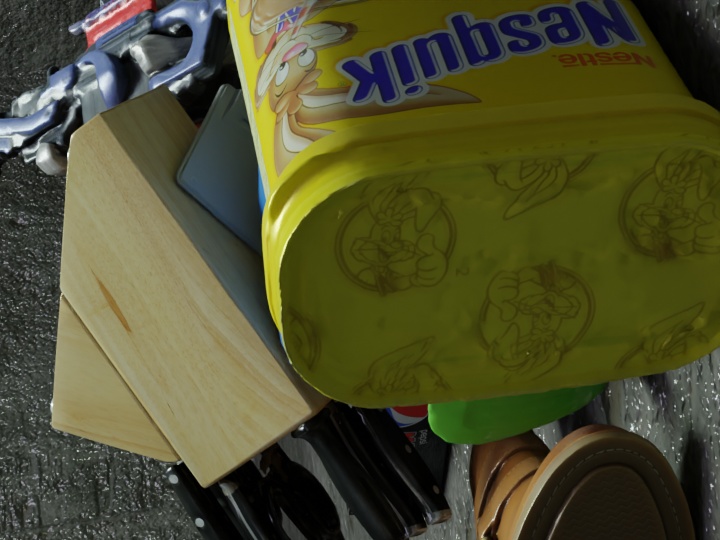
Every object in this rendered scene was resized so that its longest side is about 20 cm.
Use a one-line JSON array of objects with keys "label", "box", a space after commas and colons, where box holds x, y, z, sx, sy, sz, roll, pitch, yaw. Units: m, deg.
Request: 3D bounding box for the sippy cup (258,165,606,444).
[{"label": "sippy cup", "box": [0.028, -0.014, 0.739, 0.178, 0.130, 0.140, -139, 41, -77]}]

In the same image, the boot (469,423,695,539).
[{"label": "boot", "box": [0.076, 0.103, 0.740, 0.155, 0.073, 0.200, -102, 10, -53]}]

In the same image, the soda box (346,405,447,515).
[{"label": "soda box", "box": [0.019, 0.075, 1.137, 0.200, 0.063, 0.071, 95, 166, -57]}]

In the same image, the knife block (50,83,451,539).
[{"label": "knife block", "box": [-0.040, 0.036, 0.788, 0.064, 0.175, 0.200, -42, -38, -64]}]

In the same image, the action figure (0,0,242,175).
[{"label": "action figure", "box": [-0.099, -0.054, 0.878, 0.200, 0.104, 0.194, -14, 84, 37]}]

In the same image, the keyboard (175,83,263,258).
[{"label": "keyboard", "box": [0.000, 0.000, 0.814, 0.011, 0.200, 0.056, -12, 44, 51]}]

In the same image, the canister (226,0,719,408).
[{"label": "canister", "box": [0.032, -0.053, 0.612, 0.200, 0.148, 0.087, -106, 11, -54]}]
